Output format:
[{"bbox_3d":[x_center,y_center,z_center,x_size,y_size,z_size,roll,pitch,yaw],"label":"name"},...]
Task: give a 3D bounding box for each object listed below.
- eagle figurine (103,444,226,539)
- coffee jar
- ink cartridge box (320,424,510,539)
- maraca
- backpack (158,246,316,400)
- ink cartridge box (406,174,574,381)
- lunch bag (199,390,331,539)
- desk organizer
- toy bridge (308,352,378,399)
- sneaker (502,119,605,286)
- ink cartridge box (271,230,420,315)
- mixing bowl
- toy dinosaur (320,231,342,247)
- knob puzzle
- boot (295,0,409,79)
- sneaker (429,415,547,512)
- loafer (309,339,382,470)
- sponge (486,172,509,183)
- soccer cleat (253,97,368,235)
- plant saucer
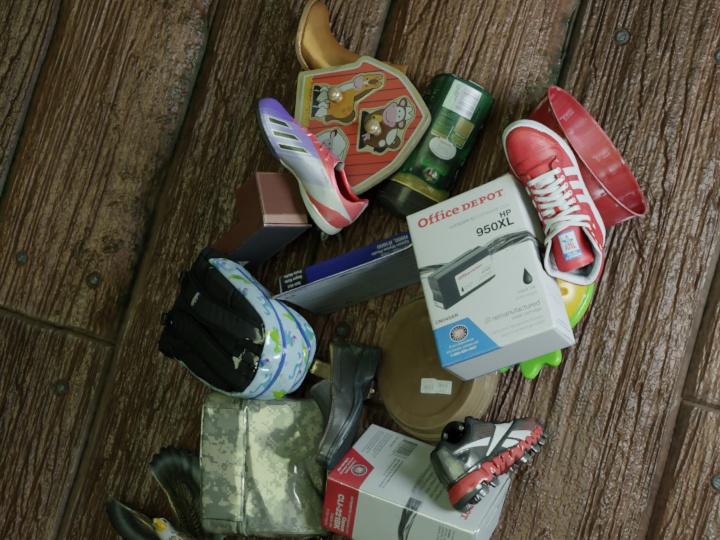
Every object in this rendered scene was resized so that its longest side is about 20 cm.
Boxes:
[{"bbox_3d":[-0.253,0.360,1.587,0.151,0.152,0.200,-10,38,-24],"label":"eagle figurine"},{"bbox_3d":[0.098,-0.159,1.550,0.085,0.104,0.201,26,90,-15],"label":"coffee jar"},{"bbox_3d":[0.071,0.290,1.463,0.199,0.144,0.084,17,117,19],"label":"ink cartridge box"},{"bbox_3d":[0.227,0.041,1.473,0.137,0.107,0.201,8,71,44],"label":"maraca"},{"bbox_3d":[-0.153,0.085,1.488,0.200,0.153,0.164,31,98,58],"label":"backpack"},{"bbox_3d":[0.150,0.009,1.364,0.144,0.084,0.201,-22,65,19],"label":"ink cartridge box"},{"bbox_3d":[-0.114,0.258,1.535,0.167,0.139,0.201,-1,82,18],"label":"lunch bag"},{"bbox_3d":[-0.149,-0.060,1.573,0.200,0.071,0.077,-33,63,53],"label":"desk organizer"},{"bbox_3d":[-0.069,0.126,1.580,0.199,0.067,0.027,22,88,19],"label":"toy bridge"},{"bbox_3d":[0.223,-0.072,1.321,0.071,0.113,0.200,-25,117,26],"label":"sneaker"},{"bbox_3d":[0.000,0.000,1.508,0.199,0.200,0.041,-20,77,13],"label":"ink cartridge box"},{"bbox_3d":[0.258,-0.123,1.463,0.108,0.200,0.201,-36,73,25],"label":"mixing bowl"},{"bbox_3d":[-0.013,-0.136,1.596,0.077,0.102,0.200,39,85,31],"label":"toy dinosaur"},{"bbox_3d":[-0.004,-0.197,1.531,0.219,0.030,0.221,-8,69,23],"label":"knob puzzle"},{"bbox_3d":[-0.009,-0.284,1.617,0.154,0.077,0.201,-1,84,18],"label":"boot"},{"bbox_3d":[0.156,0.216,1.437,0.098,0.200,0.071,50,131,14],"label":"sneaker"},{"bbox_3d":[-0.031,0.169,1.479,0.072,0.200,0.073,18,131,3],"label":"loafer"},{"bbox_3d":[0.158,-0.025,1.480,0.111,0.030,0.201,-22,48,32],"label":"sponge"},{"bbox_3d":[-0.064,-0.146,1.490,0.073,0.068,0.201,-32,88,28],"label":"soccer cleat"},{"bbox_3d":[0.093,0.122,1.510,0.199,0.029,0.201,-9,76,40],"label":"plant saucer"}]
